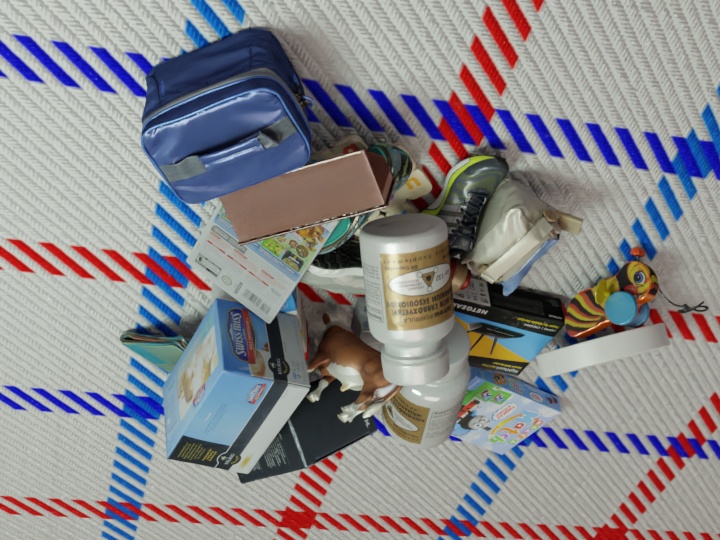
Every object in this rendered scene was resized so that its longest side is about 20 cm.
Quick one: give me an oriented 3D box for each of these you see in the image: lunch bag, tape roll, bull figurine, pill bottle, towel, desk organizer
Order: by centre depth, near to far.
[{"bbox_3d":[-0.145,-0.169,1.251,0.198,0.134,0.136,-19,138,15],"label":"lunch bag"},{"bbox_3d":[-0.065,-0.101,1.309,0.197,0.072,0.078,-13,118,19],"label":"desk organizer"},{"bbox_3d":[0.063,0.038,1.406,0.113,0.115,0.203,-6,108,0],"label":"pill bottle"},{"bbox_3d":[-0.023,0.135,1.527,0.122,0.199,0.065,-47,130,-19],"label":"bull figurine"},{"bbox_3d":[0.097,0.159,1.584,0.113,0.115,0.201,0,141,-8],"label":"pill bottle"},{"bbox_3d":[-0.248,0.145,1.637,0.145,0.022,0.200,1,152,41],"label":"towel"},{"bbox_3d":[0.362,0.121,1.647,0.200,0.038,0.203,-13,172,-2],"label":"tape roll"}]

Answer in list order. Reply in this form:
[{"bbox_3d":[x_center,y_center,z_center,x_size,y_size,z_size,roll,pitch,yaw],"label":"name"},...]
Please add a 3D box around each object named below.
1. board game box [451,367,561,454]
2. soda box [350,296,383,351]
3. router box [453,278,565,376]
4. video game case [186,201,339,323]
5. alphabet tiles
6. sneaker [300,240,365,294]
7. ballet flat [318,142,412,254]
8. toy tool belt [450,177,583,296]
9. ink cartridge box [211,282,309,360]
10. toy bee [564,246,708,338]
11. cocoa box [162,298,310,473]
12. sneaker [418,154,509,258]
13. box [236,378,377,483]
[{"bbox_3d":[0.214,0.232,1.831,0.198,0.037,0.151,23,130,-31],"label":"board game box"},{"bbox_3d":[0.013,0.129,1.662,0.062,0.069,0.201,2,138,-10],"label":"soda box"},{"bbox_3d":[0.184,0.084,1.643,0.197,0.052,0.150,12,138,-20],"label":"router box"},{"bbox_3d":[-0.128,-0.040,1.423,0.143,0.018,0.201,36,124,0],"label":"video game case"},{"bbox_3d":[-0.010,-0.097,1.442,0.198,0.015,0.196,-24,139,19],"label":"alphabet tiles"},{"bbox_3d":[0.000,0.000,1.502,0.197,0.075,0.080,13,147,-15],"label":"sneaker"},{"bbox_3d":[-0.002,-0.086,1.398,0.074,0.075,0.200,22,136,-29],"label":"ballet flat"},{"bbox_3d":[0.200,-0.023,1.474,0.122,0.126,0.200,22,133,-18],"label":"toy tool belt"},{"bbox_3d":[-0.139,0.077,1.582,0.114,0.068,0.201,-8,139,2],"label":"ink cartridge box"},{"bbox_3d":[0.387,0.028,1.581,0.197,0.110,0.131,-10,166,11],"label":"toy bee"},{"bbox_3d":[-0.176,0.161,1.503,0.130,0.134,0.201,15,130,-27],"label":"cocoa box"},{"bbox_3d":[0.134,-0.070,1.433,0.073,0.082,0.201,6,137,-32],"label":"sneaker"},{"bbox_3d":[-0.096,0.235,1.652,0.147,0.106,0.199,-20,176,-40],"label":"box"}]
